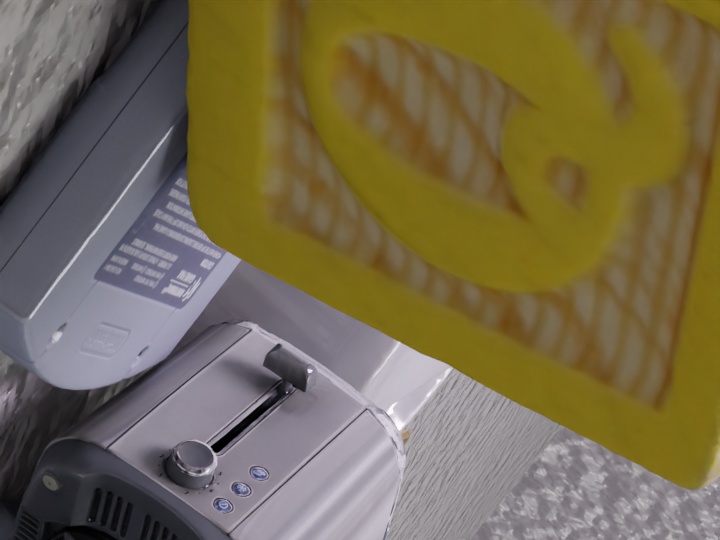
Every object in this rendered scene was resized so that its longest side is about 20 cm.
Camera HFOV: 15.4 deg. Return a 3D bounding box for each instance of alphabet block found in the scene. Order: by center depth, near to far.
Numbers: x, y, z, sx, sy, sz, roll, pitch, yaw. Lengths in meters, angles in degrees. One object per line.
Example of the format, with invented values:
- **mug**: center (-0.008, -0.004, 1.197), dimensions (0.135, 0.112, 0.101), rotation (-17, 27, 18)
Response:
- **alphabet block**: center (0.080, -0.095, 0.787), dimensions (0.200, 0.195, 0.197), rotation (-45, 150, -36)

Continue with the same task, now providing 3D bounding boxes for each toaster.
- **toaster**: center (-0.062, 0.115, 1.030), dimensions (0.129, 0.113, 0.200), rotation (-42, 158, -43)

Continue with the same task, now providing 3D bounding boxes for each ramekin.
- **ramekin**: center (0.000, 0.000, 1.139), dimensions (0.203, 0.094, 0.202), rotation (-52, 170, -12)

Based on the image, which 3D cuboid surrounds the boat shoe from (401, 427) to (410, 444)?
- **boat shoe**: center (-0.032, 0.150, 1.308), dimensions (0.201, 0.063, 0.073), rotation (-53, 170, 6)

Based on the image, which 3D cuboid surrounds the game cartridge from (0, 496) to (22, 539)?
- **game cartridge**: center (-0.152, 0.154, 1.145), dimensions (0.134, 0.040, 0.200), rotation (-57, 170, 4)

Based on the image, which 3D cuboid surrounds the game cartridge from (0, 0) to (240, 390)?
- **game cartridge**: center (-0.072, -0.021, 0.904), dimensions (0.133, 0.041, 0.200), rotation (-57, 170, 0)
